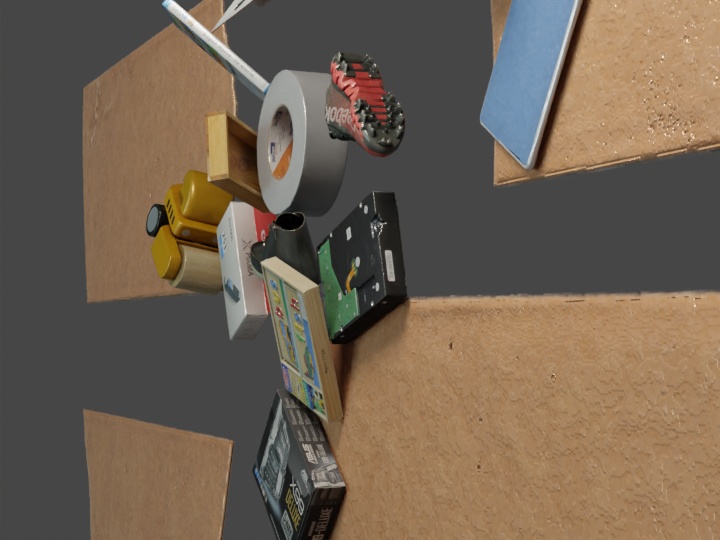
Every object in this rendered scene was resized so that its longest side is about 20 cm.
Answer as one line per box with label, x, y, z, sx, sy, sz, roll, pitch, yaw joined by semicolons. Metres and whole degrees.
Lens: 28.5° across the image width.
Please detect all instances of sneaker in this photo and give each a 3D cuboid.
sneaker;0.003;-0.190;1.782;0.201;0.070;0.099;-114;35;-49
sneaker;-0.107;-0.039;1.985;0.200;0.074;0.107;27;134;59

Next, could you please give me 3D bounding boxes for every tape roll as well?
tape roll;-0.084;-0.178;1.989;0.200;0.065;0.203;-177;90;-67

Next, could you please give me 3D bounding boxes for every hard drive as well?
hard drive;0.000;0.000;1.816;0.200;0.037;0.142;138;129;-58

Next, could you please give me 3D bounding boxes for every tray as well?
tray;-0.169;-0.155;2.063;0.200;0.037;0.100;31;-127;-68

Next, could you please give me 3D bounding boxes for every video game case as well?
video game case;-0.206;-0.322;2.108;0.018;0.200;0.143;-49;-3;-1

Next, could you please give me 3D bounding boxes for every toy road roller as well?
toy road roller;-0.268;-0.072;2.345;0.147;0.122;0.201;-58;35;30

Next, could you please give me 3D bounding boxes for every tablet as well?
tablet;0.175;-0.220;1.457;0.130;0.013;0.202;-125;43;-54

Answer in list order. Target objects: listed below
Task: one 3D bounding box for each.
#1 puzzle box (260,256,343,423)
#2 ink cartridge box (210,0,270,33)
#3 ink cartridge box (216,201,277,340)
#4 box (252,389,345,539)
puzzle box;-0.080;0.092;1.907;0.133;0.025;0.202;31;137;56
ink cartridge box;-0.121;-0.413;2.009;0.175;0.043;0.200;-58;17;-17
ink cartridge box;-0.172;-0.018;2.207;0.176;0.044;0.202;128;138;-55
box;-0.089;0.291;1.983;0.201;0.049;0.159;-116;36;-48
